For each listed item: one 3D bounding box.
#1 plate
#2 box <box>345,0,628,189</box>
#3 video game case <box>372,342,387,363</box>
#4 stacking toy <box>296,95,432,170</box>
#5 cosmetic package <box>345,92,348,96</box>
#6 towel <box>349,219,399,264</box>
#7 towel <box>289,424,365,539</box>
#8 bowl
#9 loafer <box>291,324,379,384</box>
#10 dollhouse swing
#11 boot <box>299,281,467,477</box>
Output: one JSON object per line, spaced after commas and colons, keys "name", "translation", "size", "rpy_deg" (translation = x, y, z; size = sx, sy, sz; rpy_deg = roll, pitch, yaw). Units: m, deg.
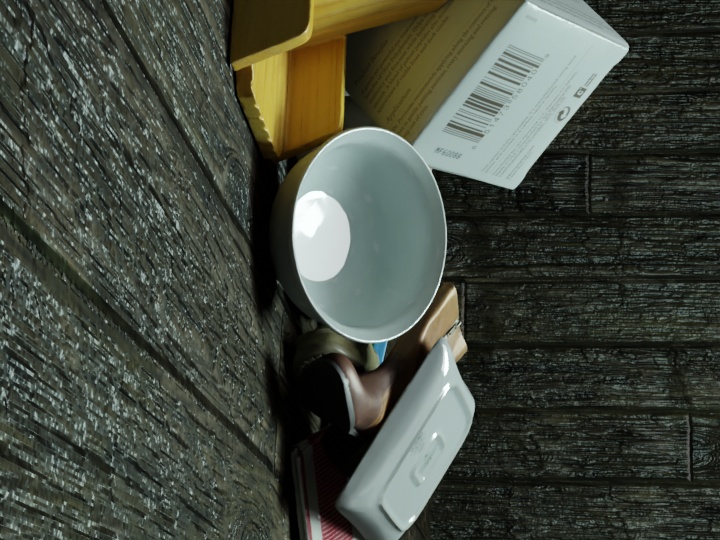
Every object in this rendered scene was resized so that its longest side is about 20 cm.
{"name": "plate", "translation": [0.058, 0.187, 1.466], "size": [0.200, 0.032, 0.200], "rpy_deg": [-56, 156, -13]}
{"name": "box", "translation": [0.114, -0.219, 1.439], "size": [0.200, 0.199, 0.171], "rpy_deg": [10, 35, -50]}
{"name": "video game case", "translation": [0.019, 0.035, 1.764], "size": [0.200, 0.018, 0.143], "rpy_deg": [-151, -106, -81]}
{"name": "stacking toy", "translation": [-0.015, -0.074, 1.529], "size": [0.200, 0.146, 0.146], "rpy_deg": [111, -12, -50]}
{"name": "cosmetic package", "translation": [0.002, -0.229, 1.589], "size": [0.081, 0.113, 0.200], "rpy_deg": [-84, 169, -45]}
{"name": "towel", "translation": [0.000, 0.000, 1.499], "size": [0.036, 0.148, 0.200], "rpy_deg": [51, -2, 8]}
{"name": "towel", "translation": [-0.004, 0.217, 1.501], "size": [0.200, 0.023, 0.144], "rpy_deg": [-25, 114, -50]}
{"name": "bowl", "translation": [-0.018, -0.033, 1.336], "size": [0.201, 0.090, 0.201], "rpy_deg": [0, 91, -44]}
{"name": "loafer", "translation": [-0.028, 0.084, 1.487], "size": [0.200, 0.076, 0.067], "rpy_deg": [50, 28, -73]}
{"name": "dollhouse swing", "translation": [-0.006, -0.207, 1.253], "size": [0.200, 0.176, 0.182], "rpy_deg": [74, 16, -68]}
{"name": "boot", "translation": [0.037, 0.088, 1.408], "size": [0.200, 0.068, 0.188], "rpy_deg": [-46, 141, -23]}
